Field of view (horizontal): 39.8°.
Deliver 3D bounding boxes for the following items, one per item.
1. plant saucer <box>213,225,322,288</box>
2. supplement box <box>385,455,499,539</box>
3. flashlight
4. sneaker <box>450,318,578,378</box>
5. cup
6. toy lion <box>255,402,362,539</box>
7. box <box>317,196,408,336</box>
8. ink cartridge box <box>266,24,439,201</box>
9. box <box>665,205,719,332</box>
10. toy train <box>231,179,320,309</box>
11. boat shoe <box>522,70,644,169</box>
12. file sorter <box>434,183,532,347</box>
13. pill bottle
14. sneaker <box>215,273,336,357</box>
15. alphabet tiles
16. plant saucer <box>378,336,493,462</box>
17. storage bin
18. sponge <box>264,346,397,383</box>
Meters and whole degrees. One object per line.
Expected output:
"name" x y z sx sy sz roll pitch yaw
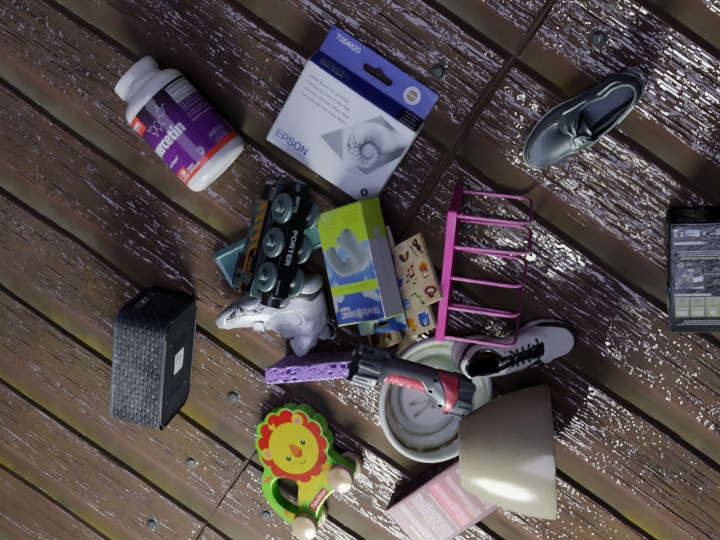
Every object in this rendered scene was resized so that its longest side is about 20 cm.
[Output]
"plant saucer" -0.146 -0.035 1.612 0.198 0.019 0.071 -24 102 22
"supplement box" 0.152 0.377 1.661 0.199 0.061 0.109 -38 96 22
"flashlight" 0.076 0.170 1.509 0.197 0.069 0.068 15 146 -19
"sneaker" 0.240 0.129 1.526 0.197 0.080 0.075 -14 103 1
"cup" 0.223 0.279 1.524 0.141 0.201 0.203 -3 109 9
"toy lion" -0.107 0.335 1.717 0.191 0.069 0.201 37 114 7
"box" 0.000 0.000 1.515 0.121 0.047 0.203 -12 90 51
"ink cartridge box" -0.014 -0.229 1.495 0.198 0.041 0.201 33 114 1
"box" 0.538 -0.003 1.412 0.197 0.086 0.166 -2 109 15
"toy train" -0.133 -0.044 1.538 0.113 0.085 0.203 16 94 45
"boat shoe" 0.311 -0.209 1.408 0.199 0.062 0.073 -35 98 22
"file sorter" 0.186 -0.006 1.474 0.123 0.139 0.203 7 111 8
"pill bottle" -0.280 -0.227 1.523 0.200 0.113 0.112 46 113 -5
"sneaker" -0.135 0.087 1.620 0.198 0.075 0.116 -19 101 16
"alphabet tiles" 0.049 0.022 1.504 0.199 0.007 0.169 -28 77 52
"plant saucer" 0.114 0.201 1.586 0.197 0.050 0.203 -3 98 -20
"storage bin" -0.344 0.146 1.661 0.092 0.135 0.203 13 112 9
"sponge" -0.046 0.152 1.601 0.197 0.111 0.030 -6 94 16
